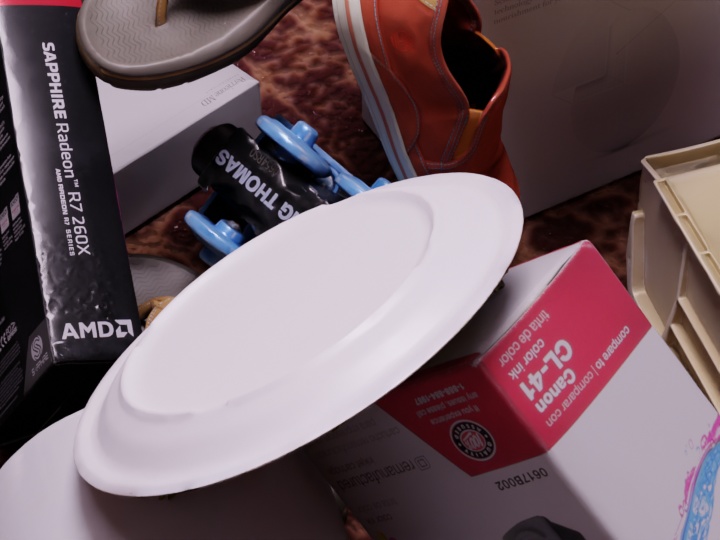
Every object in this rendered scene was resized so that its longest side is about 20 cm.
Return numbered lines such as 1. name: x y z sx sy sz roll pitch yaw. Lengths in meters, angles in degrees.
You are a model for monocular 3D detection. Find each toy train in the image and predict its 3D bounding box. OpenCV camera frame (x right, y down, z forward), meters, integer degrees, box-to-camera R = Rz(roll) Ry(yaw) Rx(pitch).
1. toy train: 0.000 0.000 1.119 0.200 0.114 0.087 40 94 23

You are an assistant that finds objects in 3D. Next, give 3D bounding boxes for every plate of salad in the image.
1. plate of salad: -0.021 0.029 0.886 0.199 0.048 0.200 -27 21 11

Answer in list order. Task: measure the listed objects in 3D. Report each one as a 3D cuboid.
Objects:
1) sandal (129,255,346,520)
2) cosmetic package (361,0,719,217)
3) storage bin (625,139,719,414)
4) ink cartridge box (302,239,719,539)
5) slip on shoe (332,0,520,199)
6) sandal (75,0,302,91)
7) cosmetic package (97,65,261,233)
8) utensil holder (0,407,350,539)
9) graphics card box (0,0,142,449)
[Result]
1. sandal: -0.073 0.052 1.101 0.081 0.055 0.200 -21 49 -20
2. cosmetic package: 0.111 -0.157 1.215 0.198 0.201 0.123 -22 49 -21
3. storage bin: 0.256 0.016 1.119 0.198 0.094 0.199 -13 46 -12
4. ink cartridge box: 0.086 0.102 0.931 0.086 0.147 0.201 -43 101 -35
5. slip on shoe: 0.045 -0.080 1.089 0.061 0.201 0.075 -5 52 20
6. sandal: -0.045 -0.153 1.066 0.199 0.055 0.082 -24 55 -6
7. cosmetic package: -0.151 -0.057 1.223 0.082 0.051 0.199 36 55 29
8. utensil holder: -0.065 0.171 0.917 0.168 0.171 0.201 -10 44 -9
9. graphics card box: -0.159 -0.028 1.090 0.050 0.125 0.202 -1 67 -28
